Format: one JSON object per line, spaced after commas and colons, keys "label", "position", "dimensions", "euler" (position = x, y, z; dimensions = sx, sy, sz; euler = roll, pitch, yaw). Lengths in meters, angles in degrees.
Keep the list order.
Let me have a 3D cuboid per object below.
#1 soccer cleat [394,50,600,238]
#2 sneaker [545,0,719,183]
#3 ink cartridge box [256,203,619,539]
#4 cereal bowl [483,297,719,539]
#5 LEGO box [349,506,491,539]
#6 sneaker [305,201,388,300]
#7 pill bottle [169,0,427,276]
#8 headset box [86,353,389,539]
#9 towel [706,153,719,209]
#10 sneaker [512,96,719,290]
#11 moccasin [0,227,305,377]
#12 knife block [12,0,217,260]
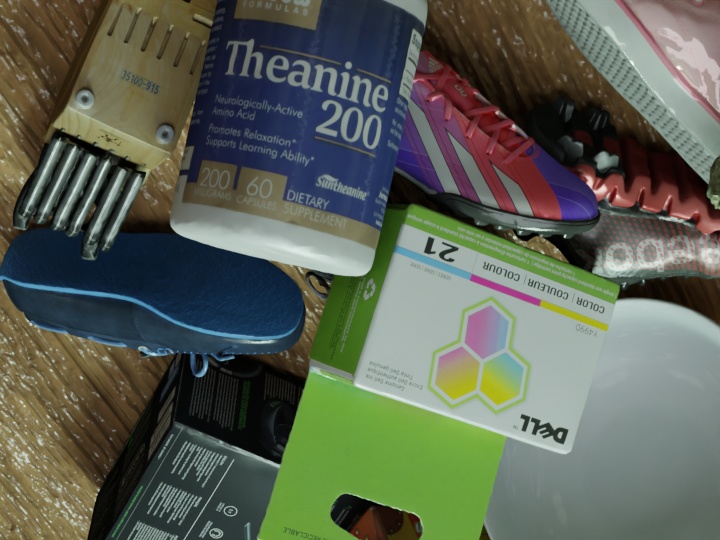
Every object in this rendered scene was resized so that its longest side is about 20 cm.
{"label": "soccer cleat", "position": [0.047, -0.080, 0.881], "dimensions": [0.198, 0.068, 0.074], "euler": [25, 111, 17]}
{"label": "sneaker", "position": [0.189, -0.134, 0.871], "dimensions": [0.200, 0.075, 0.105], "euler": [45, 89, -8]}
{"label": "ink cartridge box", "position": [0.045, 0.080, 0.892], "dimensions": [0.146, 0.076, 0.202], "euler": [19, 85, -23]}
{"label": "cereal bowl", "position": [0.177, 0.124, 1.000], "dimensions": [0.198, 0.202, 0.083], "euler": [-24, 156, 19]}
{"label": "LEGO box", "position": [0.059, 0.235, 1.050], "dimensions": [0.198, 0.078, 0.149], "euler": [9, 130, -38]}
{"label": "sneaker", "position": [0.000, 0.000, 0.966], "dimensions": [0.199, 0.081, 0.075], "euler": [29, 125, -19]}
{"label": "pill bottle", "position": [-0.026, -0.106, 0.819], "dimensions": [0.110, 0.111, 0.203], "euler": [13, 87, -7]}
{"label": "headset box", "position": [-0.067, 0.166, 1.083], "dimensions": [0.198, 0.093, 0.175], "euler": [23, 124, -14]}
{"label": "towel", "position": [0.274, -0.093, 0.843], "dimensions": [0.148, 0.036, 0.201], "euler": [31, 91, -37]}
{"label": "sneaker", "position": [0.175, -0.026, 0.945], "dimensions": [0.198, 0.071, 0.099], "euler": [20, 125, -10]}
{"label": "moccasin", "position": [-0.127, 0.017, 0.996], "dimensions": [0.198, 0.081, 0.069], "euler": [14, 143, 13]}
{"label": "knife block", "position": [-0.137, -0.110, 0.911], "dimensions": [0.063, 0.202, 0.175], "euler": [23, 169, -16]}
